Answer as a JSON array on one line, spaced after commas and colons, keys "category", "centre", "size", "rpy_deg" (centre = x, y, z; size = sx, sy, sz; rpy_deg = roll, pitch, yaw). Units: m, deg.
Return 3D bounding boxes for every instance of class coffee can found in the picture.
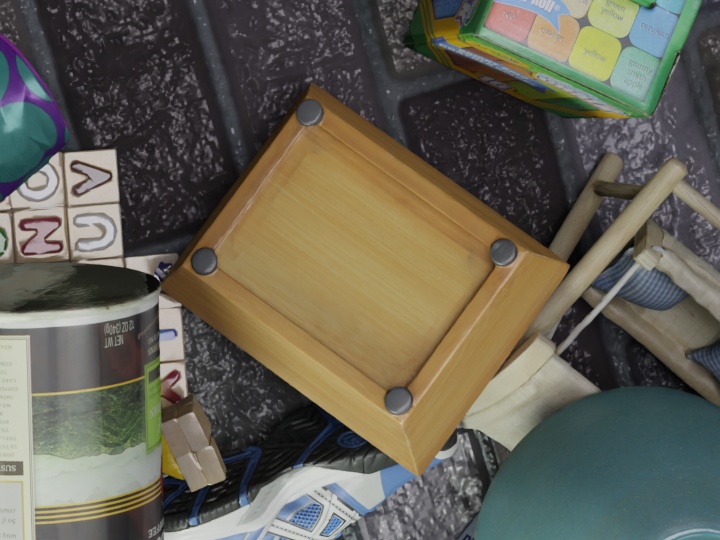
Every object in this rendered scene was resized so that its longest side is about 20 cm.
[{"category": "coffee can", "centre": [-0.182, 0.106, 1.552], "size": [0.146, 0.146, 0.201], "rpy_deg": [-3, 101, -14]}]

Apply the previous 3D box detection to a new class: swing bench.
[{"category": "swing bench", "centre": [0.188, 0.065, 1.710], "size": [0.199, 0.130, 0.200], "rpy_deg": [37, 84, -13]}]

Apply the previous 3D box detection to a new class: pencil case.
[{"category": "pencil case", "centre": [-0.265, -0.052, 1.610], "size": [0.200, 0.085, 0.092], "rpy_deg": [-39, 63, -7]}]

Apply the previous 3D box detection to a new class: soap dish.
[{"category": "soap dish", "centre": [0.000, 0.000, 1.651], "size": [0.200, 0.081, 0.158], "rpy_deg": [36, 84, 13]}]

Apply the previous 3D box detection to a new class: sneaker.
[{"category": "sneaker", "centre": [-0.032, 0.137, 1.698], "size": [0.199, 0.076, 0.077], "rpy_deg": [-20, 120, -12]}]

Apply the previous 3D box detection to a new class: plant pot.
[{"category": "plant pot", "centre": [0.176, 0.176, 1.593], "size": [0.199, 0.135, 0.201], "rpy_deg": [-1, 97, -10]}]

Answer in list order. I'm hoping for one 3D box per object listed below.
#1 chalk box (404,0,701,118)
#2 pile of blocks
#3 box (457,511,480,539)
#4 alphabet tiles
[{"category": "chalk box", "centre": [0.127, -0.167, 1.645], "size": [0.124, 0.200, 0.124], "rpy_deg": [24, 87, -14]}, {"category": "pile of blocks", "centre": [-0.174, 0.082, 1.654], "size": [0.200, 0.062, 0.082], "rpy_deg": [28, 99, -6]}, {"category": "box", "centre": [0.110, 0.269, 1.714], "size": [0.184, 0.105, 0.200], "rpy_deg": [40, 84, -13]}, {"category": "alphabet tiles", "centre": [-0.190, 0.029, 1.678], "size": [0.167, 0.008, 0.201], "rpy_deg": [-5, 95, -13]}]
